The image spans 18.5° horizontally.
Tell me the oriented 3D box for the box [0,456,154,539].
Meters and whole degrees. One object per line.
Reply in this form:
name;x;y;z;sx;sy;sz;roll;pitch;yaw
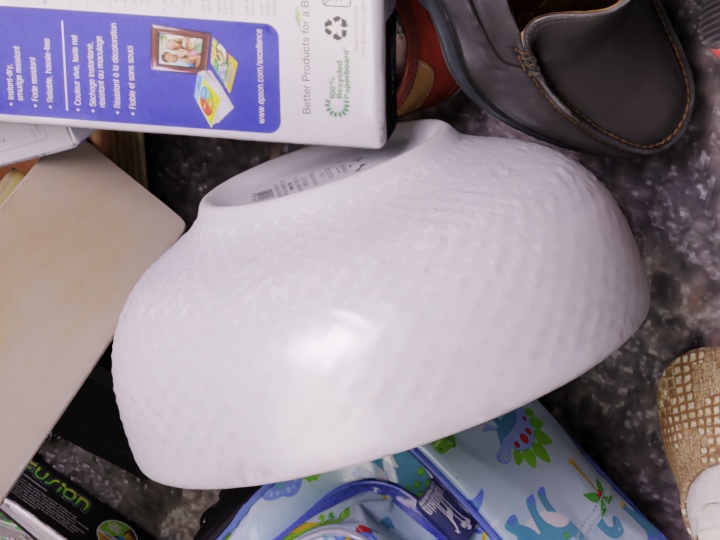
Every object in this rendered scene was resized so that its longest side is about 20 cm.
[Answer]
box;-0.116;0.174;1.036;0.199;0.035;0.110;35;126;5

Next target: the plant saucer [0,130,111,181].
plant saucer;-0.187;-0.079;0.919;0.199;0.037;0.202;12;119;22

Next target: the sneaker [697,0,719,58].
sneaker;0.216;-0.091;0.726;0.199;0.071;0.094;-21;123;31

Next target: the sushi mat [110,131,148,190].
sushi mat;-0.131;-0.079;0.921;0.095;0.012;0.201;10;119;21

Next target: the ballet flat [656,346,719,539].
ballet flat;0.170;0.124;0.853;0.070;0.065;0.201;-25;103;34

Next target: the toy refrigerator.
toy refrigerator;-0.141;0.034;0.810;0.070;0.200;0.076;39;125;-7

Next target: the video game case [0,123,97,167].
video game case;-0.210;-0.118;0.860;0.199;0.045;0.182;-12;110;31

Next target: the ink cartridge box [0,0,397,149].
ink cartridge box;-0.086;-0.098;0.772;0.198;0.037;0.095;4;115;8

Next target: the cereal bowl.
cereal bowl;0.000;0.000;0.790;0.199;0.200;0.084;-10;105;29

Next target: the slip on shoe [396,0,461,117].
slip on shoe;-0.033;-0.137;0.814;0.074;0.061;0.200;-36;96;37

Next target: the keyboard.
keyboard;-0.165;0.038;0.950;0.199;0.021;0.127;32;149;-22

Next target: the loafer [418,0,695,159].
loafer;0.062;-0.093;0.735;0.072;0.073;0.200;20;169;46

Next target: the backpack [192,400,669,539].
backpack;0.030;0.152;0.887;0.200;0.147;0.183;42;129;-5
